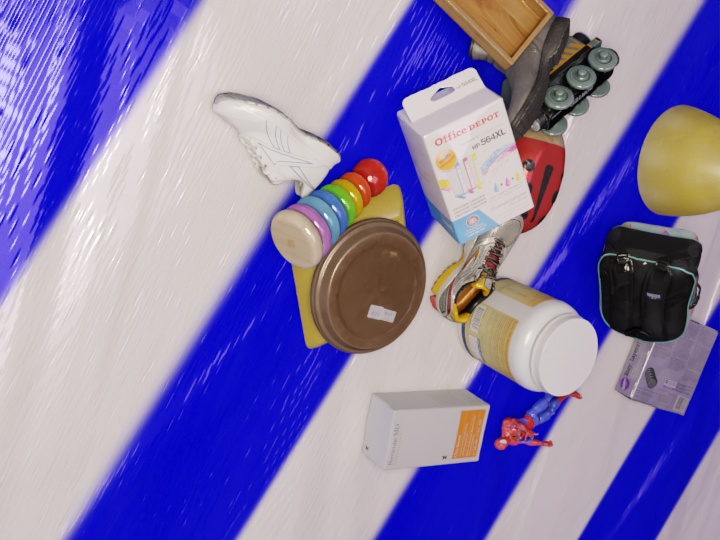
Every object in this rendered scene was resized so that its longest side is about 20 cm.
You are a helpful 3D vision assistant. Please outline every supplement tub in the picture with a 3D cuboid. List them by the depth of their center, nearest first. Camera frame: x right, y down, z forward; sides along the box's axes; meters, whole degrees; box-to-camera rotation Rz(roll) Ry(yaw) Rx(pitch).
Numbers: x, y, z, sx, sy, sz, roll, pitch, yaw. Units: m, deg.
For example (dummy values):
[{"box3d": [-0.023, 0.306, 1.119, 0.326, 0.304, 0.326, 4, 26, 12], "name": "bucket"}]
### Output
[{"box3d": [0.263, 0.104, 1.390, 0.142, 0.199, 0.148, -11, 111, -29], "name": "supplement tub"}]

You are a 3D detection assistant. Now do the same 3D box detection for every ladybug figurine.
[{"box3d": [0.271, -0.147, 1.393, 0.133, 0.072, 0.205, 6, 102, -34], "name": "ladybug figurine"}]

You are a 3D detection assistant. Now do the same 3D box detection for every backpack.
[{"box3d": [0.509, 0.022, 1.541, 0.154, 0.172, 0.203, -54, 144, -44], "name": "backpack"}]

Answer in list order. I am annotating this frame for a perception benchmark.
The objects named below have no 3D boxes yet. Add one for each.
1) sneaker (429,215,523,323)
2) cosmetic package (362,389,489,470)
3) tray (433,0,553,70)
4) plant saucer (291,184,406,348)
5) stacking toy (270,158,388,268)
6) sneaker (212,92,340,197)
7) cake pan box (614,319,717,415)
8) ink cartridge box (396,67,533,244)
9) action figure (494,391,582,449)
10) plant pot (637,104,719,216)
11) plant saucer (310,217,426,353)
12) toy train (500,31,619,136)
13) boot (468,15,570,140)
[{"box3d": [0.193, -0.003, 1.362, 0.077, 0.082, 0.202, 26, 102, -31], "name": "sneaker"}, {"box3d": [0.107, 0.255, 1.417, 0.196, 0.071, 0.104, 2, 104, -33], "name": "cosmetic package"}, {"box3d": [0.164, -0.387, 1.218, 0.199, 0.037, 0.099, 42, 81, -5], "name": "tray"}, {"box3d": [0.000, 0.000, 1.280, 0.197, 0.048, 0.204, -20, 115, -26], "name": "plant saucer"}, {"box3d": [-0.033, -0.091, 1.201, 0.200, 0.084, 0.087, -44, 126, -37], "name": "stacking toy"}, {"box3d": [-0.113, -0.162, 1.143, 0.198, 0.074, 0.088, 30, 93, -35], "name": "sneaker"}, {"box3d": [0.609, 0.179, 1.731, 0.197, 0.052, 0.188, 17, 97, -35], "name": "cake pan box"}, {"box3d": [0.145, -0.170, 1.255, 0.127, 0.126, 0.203, -26, 119, -4], "name": "ink cartridge box"}, {"box3d": [0.327, 0.266, 1.551, 0.198, 0.099, 0.066, -31, 118, -18], "name": "action figure"}, {"box3d": [0.614, -0.183, 1.561, 0.196, 0.141, 0.205, -10, 111, -29], "name": "plant pot"}, {"box3d": [0.019, 0.026, 1.255, 0.196, 0.029, 0.205, -12, 112, -31], "name": "plant saucer"}, {"box3d": [0.308, -0.293, 1.347, 0.199, 0.114, 0.086, -40, 154, -19], "name": "toy train"}, {"box3d": [0.214, -0.296, 1.277, 0.203, 0.129, 0.070, -65, 162, -13], "name": "boot"}]
